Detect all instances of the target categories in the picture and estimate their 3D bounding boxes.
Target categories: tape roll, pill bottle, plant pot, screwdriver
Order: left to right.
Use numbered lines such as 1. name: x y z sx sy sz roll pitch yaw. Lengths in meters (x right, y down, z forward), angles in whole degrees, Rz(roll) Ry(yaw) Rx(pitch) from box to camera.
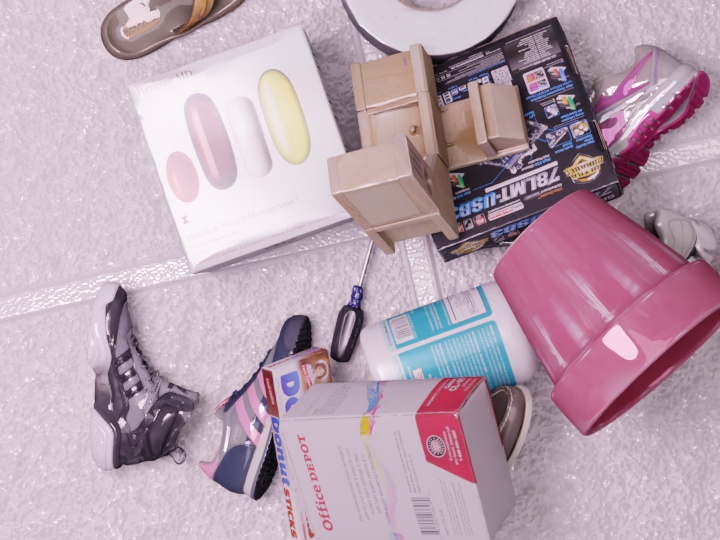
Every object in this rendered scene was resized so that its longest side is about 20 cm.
1. screwdriver: 0.000 0.000 1.674 0.029 0.028 0.201 10 93 -27
2. tape roll: 0.073 -0.320 1.658 0.199 0.066 0.201 0 89 1
3. pill bottle: 0.107 0.080 1.631 0.199 0.111 0.111 -19 89 2
4. plant pot: 0.232 0.029 1.517 0.200 0.200 0.179 -41 75 1

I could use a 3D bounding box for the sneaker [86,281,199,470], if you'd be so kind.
1. sneaker: -0.227 0.111 1.660 0.113 0.075 0.201 0 95 1

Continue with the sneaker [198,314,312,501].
1. sneaker: -0.112 0.135 1.660 0.082 0.070 0.201 16 82 18

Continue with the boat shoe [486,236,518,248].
1. boat shoe: 0.184 -0.030 1.649 0.198 0.075 0.066 8 92 2

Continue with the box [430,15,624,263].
1. box: 0.145 -0.134 1.617 0.199 0.050 0.199 -22 69 10

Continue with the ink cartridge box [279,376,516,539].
1. ink cartridge box: 0.038 0.188 1.556 0.199 0.086 0.148 -3 113 30

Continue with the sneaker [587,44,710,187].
1. sneaker: 0.268 -0.154 1.650 0.200 0.081 0.088 -45 62 10

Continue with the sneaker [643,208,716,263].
1. sneaker: 0.283 0.026 1.629 0.081 0.075 0.201 24 99 -33

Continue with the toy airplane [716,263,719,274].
1. toy airplane: 0.463 -0.029 1.609 0.199 0.141 0.200 12 122 -12

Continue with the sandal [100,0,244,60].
1. sandal: -0.191 -0.294 1.669 0.199 0.055 0.082 -30 89 1

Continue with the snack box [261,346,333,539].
1. snack box: -0.053 0.185 1.635 0.072 0.024 0.201 -19 109 -33

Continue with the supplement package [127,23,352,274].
1. supplement package: -0.111 -0.121 1.620 0.190 0.147 0.201 -20 90 1

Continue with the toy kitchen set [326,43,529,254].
1. toy kitchen set: 0.064 -0.151 1.524 0.162 0.180 0.201 -14 69 14

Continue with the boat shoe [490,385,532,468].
1. boat shoe: 0.106 0.196 1.622 0.059 0.072 0.200 20 116 -24
